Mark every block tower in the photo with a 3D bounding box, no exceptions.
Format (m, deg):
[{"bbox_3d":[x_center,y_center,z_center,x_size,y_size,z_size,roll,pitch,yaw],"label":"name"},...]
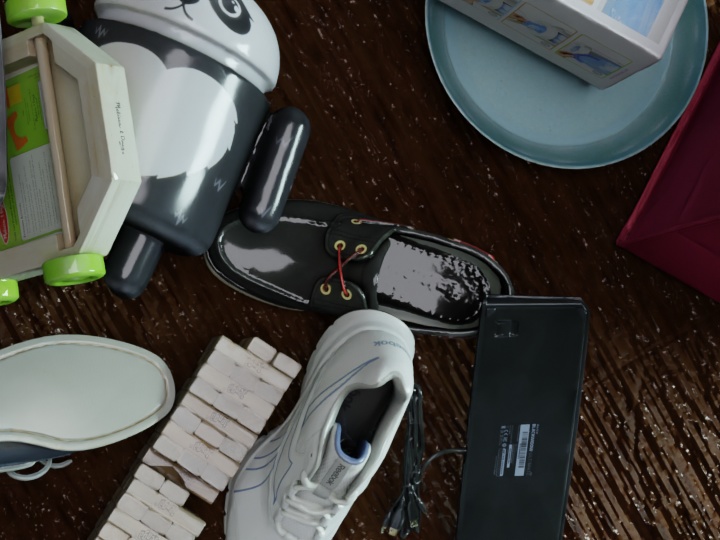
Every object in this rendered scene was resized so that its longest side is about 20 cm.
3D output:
[{"bbox_3d":[-0.114,0.131,0.835,0.054,0.058,0.200,33,79,-8],"label":"block tower"}]

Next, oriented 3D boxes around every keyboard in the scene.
[{"bbox_3d":[0.077,0.112,0.862,0.127,0.021,0.200,1,105,-17],"label":"keyboard"}]

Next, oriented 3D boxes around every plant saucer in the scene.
[{"bbox_3d":[0.138,-0.167,0.918,0.200,0.027,0.200,1,86,-12],"label":"plant saucer"}]

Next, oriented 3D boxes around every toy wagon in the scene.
[{"bbox_3d":[-0.206,-0.059,0.753,0.040,0.200,0.155,0,78,-55],"label":"toy wagon"}]

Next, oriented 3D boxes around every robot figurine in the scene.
[{"bbox_3d":[-0.126,-0.085,0.808,0.150,0.125,0.200,29,80,-44],"label":"robot figurine"}]

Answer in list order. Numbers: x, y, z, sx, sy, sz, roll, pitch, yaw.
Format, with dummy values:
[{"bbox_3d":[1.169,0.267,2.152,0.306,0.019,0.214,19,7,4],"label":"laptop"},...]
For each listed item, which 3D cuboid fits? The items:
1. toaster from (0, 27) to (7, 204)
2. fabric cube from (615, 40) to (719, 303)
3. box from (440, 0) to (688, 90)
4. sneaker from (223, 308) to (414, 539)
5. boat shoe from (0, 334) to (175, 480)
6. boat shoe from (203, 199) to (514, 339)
[{"bbox_3d":[-0.284,-0.108,0.710,0.119,0.200,0.181,-2,84,-54],"label":"toaster"},{"bbox_3d":[0.318,-0.058,0.861,0.199,0.200,0.196,29,82,-6],"label":"fabric cube"},{"bbox_3d":[0.107,-0.215,0.849,0.200,0.101,0.113,26,82,-9],"label":"box"},{"bbox_3d":[-0.029,0.120,0.823,0.074,0.087,0.200,23,104,-12],"label":"sneaker"},{"bbox_3d":[-0.213,0.089,0.812,0.200,0.062,0.075,-13,73,-20],"label":"boat shoe"},{"bbox_3d":[0.001,-0.003,0.864,0.201,0.063,0.074,13,87,-9],"label":"boat shoe"}]
